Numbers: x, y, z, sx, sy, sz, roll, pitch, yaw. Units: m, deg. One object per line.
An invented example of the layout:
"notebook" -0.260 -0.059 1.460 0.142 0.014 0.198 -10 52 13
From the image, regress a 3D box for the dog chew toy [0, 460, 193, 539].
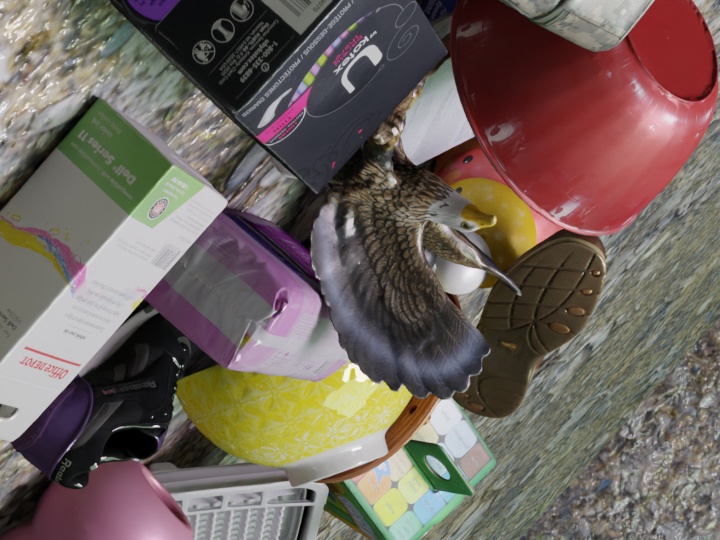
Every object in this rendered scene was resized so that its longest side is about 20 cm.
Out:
"dog chew toy" -0.223 0.231 1.674 0.200 0.125 0.125 -39 164 0

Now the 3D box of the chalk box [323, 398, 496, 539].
"chalk box" 0.018 0.147 1.885 0.124 0.200 0.125 -42 121 -14

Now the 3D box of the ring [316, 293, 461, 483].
"ring" 0.005 0.085 1.812 0.200 0.200 0.019 -48 125 3

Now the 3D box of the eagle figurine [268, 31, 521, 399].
"eagle figurine" 0.032 -0.032 1.496 0.152 0.151 0.200 -21 127 -13

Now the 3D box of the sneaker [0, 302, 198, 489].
"sneaker" -0.156 0.090 1.551 0.200 0.088 0.076 -33 159 -41

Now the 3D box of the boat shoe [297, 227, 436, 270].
"boat shoe" 0.000 0.000 1.671 0.200 0.074 0.060 -27 -145 49

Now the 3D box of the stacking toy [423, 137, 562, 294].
"stacking toy" 0.097 -0.035 1.726 0.146 0.146 0.200 -55 178 26

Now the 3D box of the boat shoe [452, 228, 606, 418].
"boat shoe" 0.127 0.029 1.695 0.200 0.072 0.068 -59 -173 45

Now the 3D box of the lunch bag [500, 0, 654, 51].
"lunch bag" 0.122 -0.257 1.352 0.168 0.139 0.200 18 118 -42

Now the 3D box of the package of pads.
"package of pads" -0.076 0.014 1.521 0.076 0.121 0.200 -49 163 7

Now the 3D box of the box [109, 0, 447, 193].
"box" -0.041 -0.138 1.274 0.122 0.106 0.200 -47 165 1

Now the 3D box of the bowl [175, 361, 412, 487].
"bowl" -0.033 0.102 1.711 0.200 0.108 0.200 -20 177 -1

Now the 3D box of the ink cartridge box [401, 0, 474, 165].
"ink cartridge box" 0.060 -0.148 1.624 0.200 0.041 0.200 -31 158 -43

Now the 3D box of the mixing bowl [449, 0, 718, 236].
"mixing bowl" 0.167 -0.134 1.498 0.108 0.200 0.200 -27 -179 42

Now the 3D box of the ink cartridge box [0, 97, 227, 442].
"ink cartridge box" -0.180 0.003 1.324 0.200 0.067 0.117 -49 164 1

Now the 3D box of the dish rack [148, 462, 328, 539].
"dish rack" -0.121 0.206 1.893 0.171 0.044 0.200 -6 152 -10
